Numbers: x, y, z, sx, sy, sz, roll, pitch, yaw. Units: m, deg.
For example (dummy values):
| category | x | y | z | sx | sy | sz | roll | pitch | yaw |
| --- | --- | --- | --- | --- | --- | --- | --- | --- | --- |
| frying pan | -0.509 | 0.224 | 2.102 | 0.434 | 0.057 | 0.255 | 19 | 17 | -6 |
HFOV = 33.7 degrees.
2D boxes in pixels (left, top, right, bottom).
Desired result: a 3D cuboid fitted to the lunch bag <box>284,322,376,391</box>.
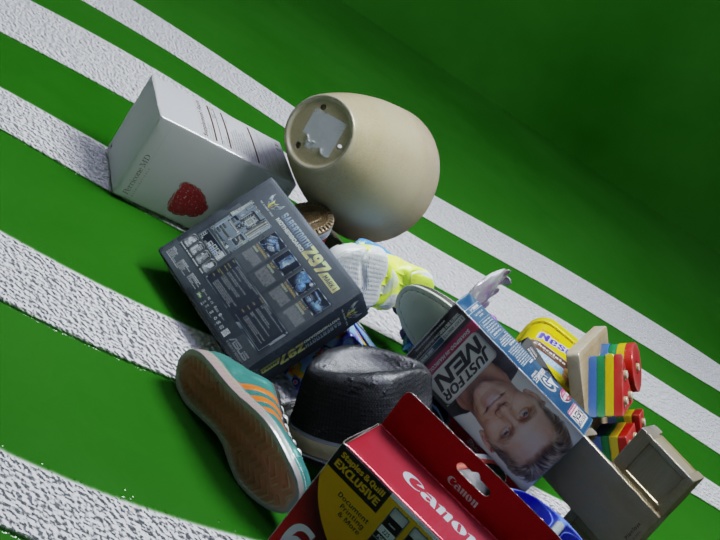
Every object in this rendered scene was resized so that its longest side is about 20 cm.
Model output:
| category | x | y | z | sx | sy | sz | roll | pitch | yaw |
| --- | --- | --- | --- | --- | --- | --- | --- | --- | --- |
| lunch bag | -0.036 | 0.077 | 1.409 | 0.151 | 0.094 | 0.200 | 50 | 10 | 29 |

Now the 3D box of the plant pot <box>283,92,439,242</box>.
| category | x | y | z | sx | sy | sz | roll | pitch | yaw |
| --- | --- | --- | --- | --- | --- | --- | --- | --- | --- |
| plant pot | -0.015 | -0.148 | 1.495 | 0.187 | 0.188 | 0.200 | 45 | 6 | 21 |

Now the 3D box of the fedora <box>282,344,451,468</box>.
| category | x | y | z | sx | sy | sz | roll | pitch | yaw |
| --- | --- | --- | --- | --- | --- | --- | --- | --- | --- |
| fedora | 0.006 | 0.134 | 1.215 | 0.197 | 0.093 | 0.201 | 8 | 18 | -2 |

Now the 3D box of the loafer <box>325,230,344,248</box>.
| category | x | y | z | sx | sy | sz | roll | pitch | yaw |
| --- | --- | --- | --- | --- | --- | --- | --- | --- | --- |
| loafer | -0.046 | -0.010 | 1.579 | 0.068 | 0.076 | 0.200 | 16 | 20 | -42 |

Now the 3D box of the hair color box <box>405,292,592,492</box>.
| category | x | y | z | sx | sy | sz | roll | pitch | yaw |
| --- | --- | --- | --- | --- | --- | --- | --- | --- | --- |
| hair color box | 0.151 | 0.134 | 1.320 | 0.200 | 0.100 | 0.060 | 45 | 22 | 8 |

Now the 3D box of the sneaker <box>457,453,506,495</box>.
| category | x | y | z | sx | sy | sz | roll | pitch | yaw |
| --- | --- | --- | --- | --- | --- | --- | --- | --- | --- |
| sneaker | 0.097 | 0.248 | 1.290 | 0.199 | 0.077 | 0.083 | 10 | 60 | -50 |

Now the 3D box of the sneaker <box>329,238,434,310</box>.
| category | x | y | z | sx | sy | sz | roll | pitch | yaw |
| --- | --- | --- | --- | --- | --- | --- | --- | --- | --- |
| sneaker | 0.000 | 0.000 | 1.448 | 0.105 | 0.077 | 0.199 | 30 | 5 | 40 |

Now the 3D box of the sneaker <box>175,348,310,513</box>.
| category | x | y | z | sx | sy | sz | roll | pitch | yaw |
| --- | --- | --- | --- | --- | --- | --- | --- | --- | --- |
| sneaker | -0.097 | 0.147 | 1.143 | 0.079 | 0.072 | 0.200 | 4 | 37 | -49 |

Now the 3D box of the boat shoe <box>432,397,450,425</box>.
| category | x | y | z | sx | sy | sz | roll | pitch | yaw |
| --- | --- | --- | --- | --- | --- | --- | --- | --- | --- |
| boat shoe | 0.062 | 0.146 | 1.391 | 0.069 | 0.083 | 0.200 | 61 | 16 | -16 |

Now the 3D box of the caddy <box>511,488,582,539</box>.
| category | x | y | z | sx | sy | sz | roll | pitch | yaw |
| --- | --- | --- | --- | --- | --- | --- | --- | --- | --- |
| caddy | 0.170 | 0.299 | 1.212 | 0.141 | 0.105 | 0.199 | 41 | 20 | 14 |

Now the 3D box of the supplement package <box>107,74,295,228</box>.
| category | x | y | z | sx | sy | sz | roll | pitch | yaw |
| --- | --- | --- | --- | --- | --- | --- | --- | --- | --- |
| supplement package | -0.202 | -0.130 | 1.495 | 0.198 | 0.122 | 0.120 | 25 | 23 | -29 |

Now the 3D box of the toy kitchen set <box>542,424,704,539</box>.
| category | x | y | z | sx | sy | sz | roll | pitch | yaw |
| --- | --- | --- | --- | --- | --- | --- | --- | --- | --- |
| toy kitchen set | 0.293 | 0.247 | 1.395 | 0.163 | 0.201 | 0.180 | 47 | 22 | 25 |

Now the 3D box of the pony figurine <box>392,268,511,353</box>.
| category | x | y | z | sx | sy | sz | roll | pitch | yaw |
| --- | --- | --- | --- | --- | --- | --- | --- | --- | --- |
| pony figurine | 0.125 | 0.088 | 1.572 | 0.192 | 0.166 | 0.202 | -10 | 65 | -53 |

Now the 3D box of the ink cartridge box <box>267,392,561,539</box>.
| category | x | y | z | sx | sy | sz | roll | pitch | yaw |
| --- | --- | --- | --- | --- | --- | --- | --- | --- | --- |
| ink cartridge box | 0.046 | 0.239 | 1.033 | 0.200 | 0.176 | 0.084 | 42 | 20 | 15 |

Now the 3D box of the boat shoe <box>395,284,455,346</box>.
| category | x | y | z | sx | sy | sz | roll | pitch | yaw |
| --- | --- | --- | --- | --- | --- | --- | --- | --- | --- |
| boat shoe | 0.125 | 0.087 | 1.391 | 0.201 | 0.072 | 0.061 | 43 | 30 | 6 |

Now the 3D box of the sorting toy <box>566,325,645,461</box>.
| category | x | y | z | sx | sy | sz | roll | pitch | yaw |
| --- | --- | --- | --- | --- | --- | --- | --- | --- | --- |
| sorting toy | 0.345 | 0.190 | 1.628 | 0.200 | 0.069 | 0.202 | -20 | 104 | -66 |

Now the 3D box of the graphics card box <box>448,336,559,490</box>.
| category | x | y | z | sx | sy | sz | roll | pitch | yaw |
| --- | --- | --- | --- | --- | --- | --- | --- | --- | --- |
| graphics card box | 0.186 | 0.181 | 1.454 | 0.126 | 0.051 | 0.200 | 56 | 37 | -2 |

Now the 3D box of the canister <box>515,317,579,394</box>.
| category | x | y | z | sx | sy | sz | roll | pitch | yaw |
| --- | --- | --- | --- | --- | --- | --- | --- | --- | --- |
| canister | 0.278 | 0.158 | 1.737 | 0.148 | 0.087 | 0.200 | 40 | 22 | 6 |

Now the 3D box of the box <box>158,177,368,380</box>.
| category | x | y | z | sx | sy | sz | roll | pitch | yaw |
| --- | --- | --- | --- | --- | --- | --- | --- | --- | --- |
| box | -0.108 | 0.011 | 1.303 | 0.200 | 0.157 | 0.051 | 50 | -12 | 31 |

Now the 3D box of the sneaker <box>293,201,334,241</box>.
| category | x | y | z | sx | sy | sz | roll | pitch | yaw |
| --- | --- | --- | --- | --- | --- | --- | --- | --- | --- |
| sneaker | -0.131 | -0.014 | 1.460 | 0.197 | 0.113 | 0.072 | -14 | 57 | -25 |
